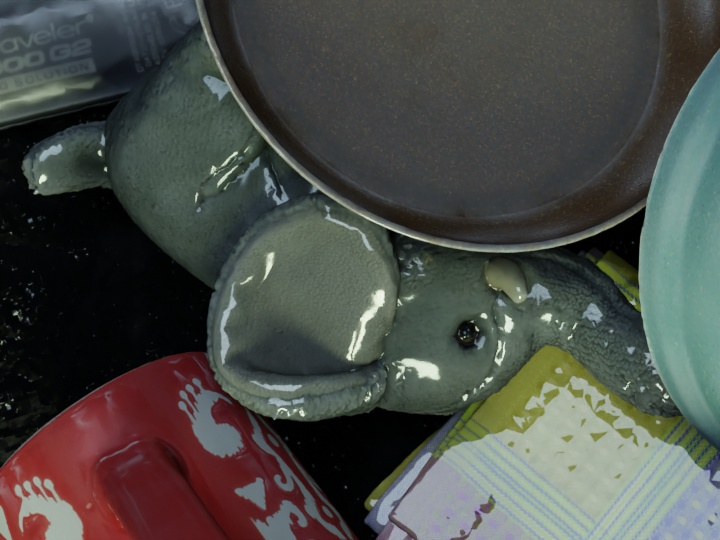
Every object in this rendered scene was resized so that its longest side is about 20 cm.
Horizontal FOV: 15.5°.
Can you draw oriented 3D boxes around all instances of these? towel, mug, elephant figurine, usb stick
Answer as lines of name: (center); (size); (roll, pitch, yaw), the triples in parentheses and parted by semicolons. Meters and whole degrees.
towel: (0.115, 0.100, 0.987); (0.200, 0.023, 0.144); (39, 87, 13)
mug: (-0.034, 0.128, 0.939); (0.133, 0.178, 0.200); (-22, 67, -34)
elephant figurine: (0.000, 0.000, 0.969); (0.141, 0.155, 0.201); (-19, 79, -37)
usb stick: (-0.144, -0.084, 1.055); (0.199, 0.033, 0.056); (-13, 100, 7)

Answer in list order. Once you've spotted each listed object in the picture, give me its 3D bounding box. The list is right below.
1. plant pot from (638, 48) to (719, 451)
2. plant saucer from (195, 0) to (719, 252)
plant pot: (0.212, 0.002, 0.880); (0.201, 0.200, 0.134); (-51, 34, -3)
plant saucer: (0.034, -0.098, 0.928); (0.199, 0.032, 0.202); (6, 71, -17)
